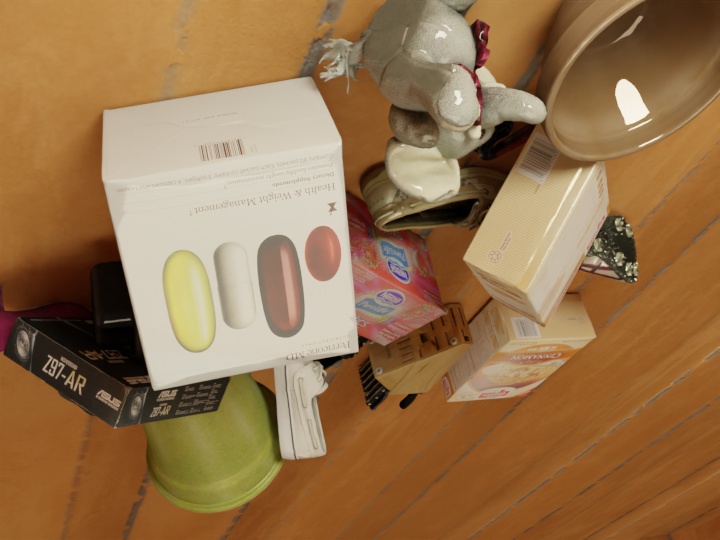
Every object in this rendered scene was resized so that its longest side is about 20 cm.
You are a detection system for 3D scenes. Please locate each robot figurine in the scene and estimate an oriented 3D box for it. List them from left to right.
[{"bbox_3d":[-0.181,0.031,1.010,0.196,0.128,0.150,-4,-170,-18],"label":"robot figurine"}]

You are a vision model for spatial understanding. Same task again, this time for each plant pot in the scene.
[{"bbox_3d":[-0.203,0.173,1.213,0.196,0.203,0.186,-14,141,-1],"label":"plant pot"},{"bbox_3d":[0.230,-0.197,0.825,0.197,0.094,0.202,-17,148,-11],"label":"plant pot"}]

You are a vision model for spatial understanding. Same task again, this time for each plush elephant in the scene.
[{"bbox_3d":[0.078,-0.150,0.788,0.198,0.168,0.154,-2,153,47],"label":"plush elephant"}]

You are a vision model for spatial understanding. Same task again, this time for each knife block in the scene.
[{"bbox_3d":[0.084,0.137,1.395,0.197,0.065,0.176,-23,151,13],"label":"knife block"}]

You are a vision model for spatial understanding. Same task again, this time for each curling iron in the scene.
[{"bbox_3d":[0.200,-0.161,0.959,0.197,0.026,0.050,-23,154,13],"label":"curling iron"}]

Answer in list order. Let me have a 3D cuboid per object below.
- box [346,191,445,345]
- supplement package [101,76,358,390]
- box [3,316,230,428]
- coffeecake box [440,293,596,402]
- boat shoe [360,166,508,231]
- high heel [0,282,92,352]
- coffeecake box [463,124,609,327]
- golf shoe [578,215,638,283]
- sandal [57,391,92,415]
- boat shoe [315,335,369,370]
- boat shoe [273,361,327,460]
[{"bbox_3d":[0.000,0.000,1.070,0.094,0.104,0.199,-28,148,24],"label":"box"},{"bbox_3d":[-0.110,-0.034,0.831,0.187,0.148,0.203,-10,123,-8],"label":"supplement package"},{"bbox_3d":[-0.255,0.104,1.031,0.044,0.158,0.199,-66,158,6],"label":"box"},{"bbox_3d":[0.224,0.116,1.416,0.151,0.074,0.201,-1,149,-26],"label":"coffeecake box"},{"bbox_3d":[0.093,-0.068,1.034,0.196,0.064,0.074,-1,149,-25],"label":"boat shoe"},{"bbox_3d":[-0.354,0.080,1.045,0.067,0.098,0.199,-29,149,26],"label":"high heel"},{"bbox_3d":[0.189,-0.040,0.994,0.155,0.072,0.200,-61,160,-3],"label":"coffeecake box"},{"bbox_3d":[0.284,-0.033,1.202,0.087,0.079,0.198,-11,157,39],"label":"golf shoe"},{"bbox_3d":[-0.346,0.147,1.240,0.074,0.044,0.201,-2,159,-9],"label":"sandal"},{"bbox_3d":[-0.020,0.088,1.263,0.199,0.064,0.074,-26,148,16],"label":"boat shoe"},{"bbox_3d":[-0.074,0.142,1.211,0.064,0.205,0.072,-2,-172,4],"label":"boat shoe"}]
